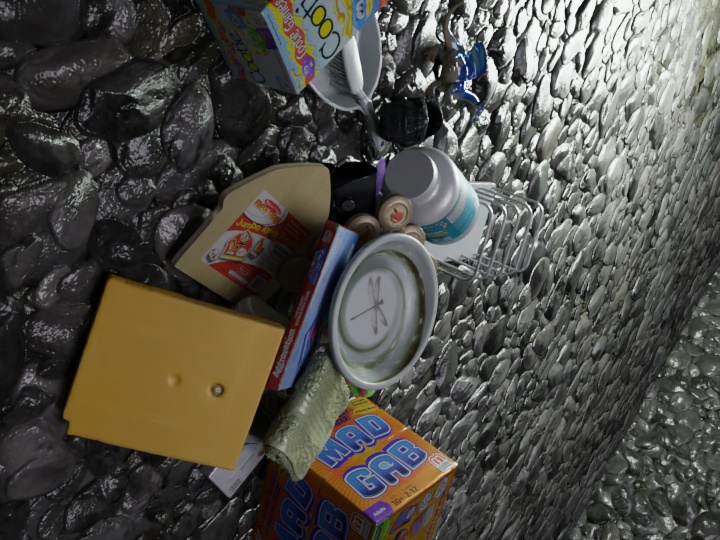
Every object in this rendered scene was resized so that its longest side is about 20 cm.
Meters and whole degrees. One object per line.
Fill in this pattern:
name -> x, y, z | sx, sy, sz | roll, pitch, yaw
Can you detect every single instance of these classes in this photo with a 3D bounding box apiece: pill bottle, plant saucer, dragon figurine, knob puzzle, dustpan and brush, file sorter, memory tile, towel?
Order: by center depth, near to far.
knob puzzle -> -0.114, -0.055, 0.929 | 0.219, 0.030, 0.220 | -30, 144, -25
dustpan and brush -> -0.009, -0.233, 0.958 | 0.140, 0.057, 0.200 | -48, 144, -25
plant saucer -> 0.020, 0.049, 0.979 | 0.200, 0.050, 0.201 | -15, 110, -45
towel -> -0.062, 0.191, 0.989 | 0.149, 0.036, 0.200 | -59, 162, -20
memory tile -> 0.000, 0.000, 1.008 | 0.199, 0.017, 0.154 | -31, 125, -7
pill bottle -> 0.097, -0.108, 1.098 | 0.111, 0.110, 0.200 | -65, 156, -1
dragon figurine -> 0.144, -0.304, 1.123 | 0.099, 0.059, 0.201 | -36, 136, -37
file sorter -> 0.200, -0.065, 1.284 | 0.200, 0.124, 0.139 | -7, 116, -52

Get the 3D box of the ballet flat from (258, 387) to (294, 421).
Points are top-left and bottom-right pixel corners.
ballet flat -> -0.125, 0.133, 0.958 | 0.065, 0.070, 0.200 | -46, 144, -7

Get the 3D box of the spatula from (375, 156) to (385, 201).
spatula -> 0.044, -0.090, 1.150 | 0.057, 0.020, 0.200 | -58, 146, -19

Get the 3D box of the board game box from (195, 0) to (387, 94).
board game box -> -0.057, -0.298, 0.817 | 0.200, 0.103, 0.105 | -51, 143, -21

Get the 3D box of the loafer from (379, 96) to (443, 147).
loafer -> 0.077, -0.199, 1.039 | 0.201, 0.070, 0.068 | -38, 130, -72

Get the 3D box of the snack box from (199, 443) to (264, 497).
snack box -> -0.139, 0.220, 1.086 | 0.200, 0.024, 0.072 | -50, 142, -22

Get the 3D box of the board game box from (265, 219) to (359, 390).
board game box -> -0.055, 0.042, 0.916 | 0.103, 0.019, 0.201 | 16, 95, -76

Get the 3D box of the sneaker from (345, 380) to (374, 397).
sneaker -> 0.002, 0.098, 1.176 | 0.084, 0.076, 0.201 | -51, 150, -50

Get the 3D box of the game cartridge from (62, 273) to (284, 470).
game cartridge -> -0.204, 0.115, 0.843 | 0.199, 0.032, 0.177 | 19, 96, -19

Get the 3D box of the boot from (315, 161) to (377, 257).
boot -> 0.014, -0.056, 1.037 | 0.164, 0.066, 0.201 | -10, 124, -7

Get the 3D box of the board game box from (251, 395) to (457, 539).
board game box -> -0.011, 0.349, 1.161 | 0.199, 0.199, 0.201 | -17, 130, -48

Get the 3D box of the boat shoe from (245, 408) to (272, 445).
boat shoe -> -0.183, 0.196, 0.984 | 0.064, 0.071, 0.200 | -35, 153, 26

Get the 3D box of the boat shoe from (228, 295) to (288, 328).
boat shoe -> -0.121, 0.102, 1.007 | 0.068, 0.072, 0.200 | -25, 151, 10
